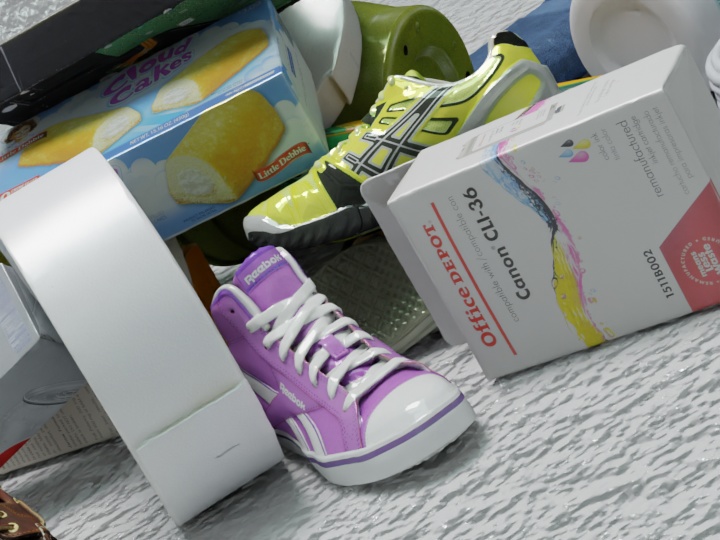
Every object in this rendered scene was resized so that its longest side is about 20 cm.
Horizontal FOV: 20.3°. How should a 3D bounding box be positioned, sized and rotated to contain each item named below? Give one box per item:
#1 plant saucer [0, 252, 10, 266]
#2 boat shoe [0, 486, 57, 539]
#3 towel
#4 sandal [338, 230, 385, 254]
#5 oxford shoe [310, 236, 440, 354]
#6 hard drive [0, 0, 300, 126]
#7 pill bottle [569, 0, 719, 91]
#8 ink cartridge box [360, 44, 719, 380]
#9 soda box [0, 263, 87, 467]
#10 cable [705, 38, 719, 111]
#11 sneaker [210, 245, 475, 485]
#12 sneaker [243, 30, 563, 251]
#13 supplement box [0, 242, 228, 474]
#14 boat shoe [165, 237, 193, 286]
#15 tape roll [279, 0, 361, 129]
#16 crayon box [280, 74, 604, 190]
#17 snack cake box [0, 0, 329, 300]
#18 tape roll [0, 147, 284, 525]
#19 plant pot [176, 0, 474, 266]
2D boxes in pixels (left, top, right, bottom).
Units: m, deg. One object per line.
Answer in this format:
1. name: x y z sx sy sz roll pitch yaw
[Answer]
1. plant saucer: -0.228 -0.007 1.456 0.199 0.048 0.200 -12 -32 -30
2. boat shoe: -0.197 0.159 1.083 0.070 0.070 0.200 -34 18 -18
3. towel: 0.160 -0.177 1.518 0.200 0.049 0.112 -37 18 -27
4. sandal: 0.000 0.000 1.246 0.199 0.055 0.082 -23 17 20
5. oxford shoe: 0.042 0.007 1.164 0.200 0.075 0.058 -28 -25 32
6. hard drive: -0.138 -0.149 1.247 0.200 0.038 0.140 -26 -6 16
7. pill bottle: 0.234 -0.196 1.335 0.111 0.111 0.200 -9 26 50
8. ink cartridge box: 0.097 -0.020 1.035 0.200 0.117 0.068 -22 18 28
9. soda box: -0.249 0.089 1.245 0.200 0.064 0.068 -44 -32 18
10. cable: 0.290 -0.131 1.119 0.199 0.069 0.200 -23 17 20
11. sneaker: -0.023 0.044 1.052 0.073 0.115 0.200 -35 18 -23
12. sneaker: 0.022 -0.069 1.146 0.199 0.077 0.075 -24 0 8
13. supplement box: -0.195 0.064 1.348 0.199 0.074 0.126 -19 19 31
14. boat shoe: -0.169 -0.019 1.294 0.063 0.073 0.200 -25 24 -16
15. tape roll: -0.097 -0.139 1.343 0.202 0.037 0.203 -11 57 17
16. crayon box: 0.063 -0.073 1.237 0.199 0.058 0.119 -9 6 23
17. snack cake box: -0.124 -0.074 1.213 0.199 0.067 0.115 -26 31 7
18. tape roll: -0.121 0.036 1.087 0.071 0.203 0.202 -31 16 -9
19. plant pot: -0.026 -0.111 1.422 0.192 0.201 0.200 -6 26 32
